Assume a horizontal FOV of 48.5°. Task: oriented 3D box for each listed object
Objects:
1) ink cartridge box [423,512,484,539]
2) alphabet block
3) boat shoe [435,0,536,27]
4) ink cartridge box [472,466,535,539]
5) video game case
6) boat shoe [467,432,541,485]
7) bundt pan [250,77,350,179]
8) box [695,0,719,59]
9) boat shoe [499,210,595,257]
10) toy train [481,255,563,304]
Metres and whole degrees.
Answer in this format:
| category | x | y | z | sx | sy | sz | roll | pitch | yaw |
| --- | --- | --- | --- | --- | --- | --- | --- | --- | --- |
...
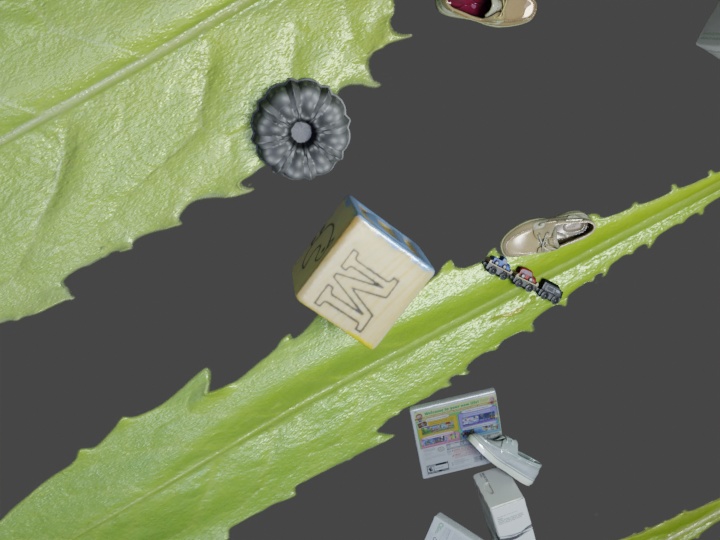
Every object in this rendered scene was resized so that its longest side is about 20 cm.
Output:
| category | x | y | z | sx | sy | sz | roll | pitch | yaw |
| --- | --- | --- | --- | --- | --- | --- | --- | --- | --- |
| ink cartridge box | 0.225 | 0.699 | 1.855 | 0.199 | 0.041 | 0.201 | 29 | 106 | 26 |
| alphabet block | 0.000 | 0.000 | 1.577 | 0.196 | 0.195 | 0.200 | 35 | 99 | -14 |
| boat shoe | 0.243 | -0.499 | 1.509 | 0.198 | 0.066 | 0.075 | 0 | 108 | -7 |
| ink cartridge box | 0.336 | 0.571 | 1.829 | 0.083 | 0.144 | 0.201 | -20 | 110 | -2 |
| video game case | 0.221 | 0.370 | 1.814 | 0.199 | 0.022 | 0.183 | -13 | 109 | -2 |
| boat shoe | 0.326 | 0.408 | 1.797 | 0.200 | 0.070 | 0.072 | 36 | 90 | -20 |
| bundt pan | -0.113 | -0.266 | 1.536 | 0.200 | 0.076 | 0.203 | -2 | 107 | -6 |
| box | 0.798 | -0.476 | 1.517 | 0.171 | 0.199 | 0.201 | 26 | 103 | -14 |
| boat shoe | 0.391 | -0.072 | 1.668 | 0.199 | 0.065 | 0.073 | -16 | 109 | -2 |
| toy train | 0.349 | 0.016 | 1.708 | 0.199 | 0.034 | 0.046 | 24 | 100 | -14 |
